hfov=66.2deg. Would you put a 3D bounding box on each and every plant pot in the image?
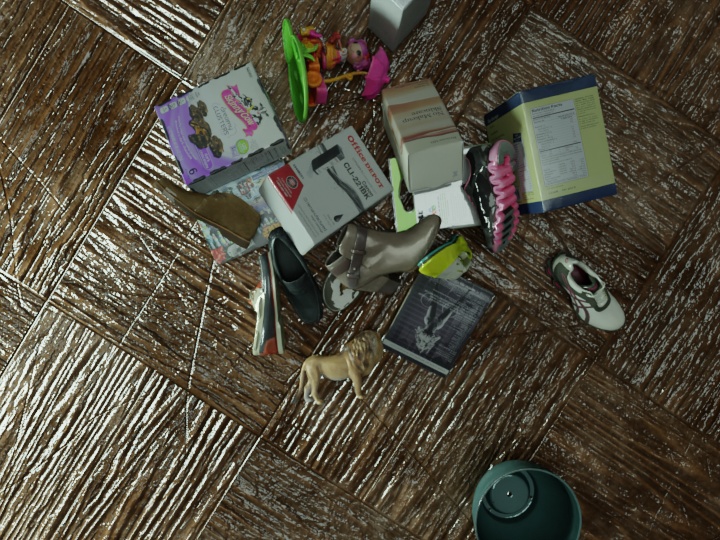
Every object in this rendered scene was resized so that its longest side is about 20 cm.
[{"bbox_3d":[0.304,0.456,1.073,0.197,0.134,0.204,0,93,-3],"label":"plant pot"}]

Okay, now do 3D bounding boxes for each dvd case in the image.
[{"bbox_3d":[0.147,0.097,1.079,0.147,0.016,0.202,26,108,-3],"label":"dvd case"}]

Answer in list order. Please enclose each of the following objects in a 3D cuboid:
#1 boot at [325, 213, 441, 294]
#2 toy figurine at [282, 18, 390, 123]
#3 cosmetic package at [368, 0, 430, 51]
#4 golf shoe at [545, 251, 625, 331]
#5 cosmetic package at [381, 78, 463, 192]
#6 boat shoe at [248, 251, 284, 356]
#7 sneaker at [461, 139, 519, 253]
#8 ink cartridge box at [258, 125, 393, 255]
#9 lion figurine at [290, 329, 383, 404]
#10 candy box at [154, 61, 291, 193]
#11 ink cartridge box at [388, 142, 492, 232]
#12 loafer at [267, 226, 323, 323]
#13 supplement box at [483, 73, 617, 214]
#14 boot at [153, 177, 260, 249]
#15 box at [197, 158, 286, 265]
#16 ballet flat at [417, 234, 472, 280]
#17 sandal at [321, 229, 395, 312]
[{"bbox_3d":[0.035,-0.045,0.993,0.145,0.070,0.201,27,108,-21],"label":"boot"},{"bbox_3d":[-0.038,-0.383,1.030,0.181,0.150,0.202,-10,70,-15],"label":"toy figurine"},{"bbox_3d":[0.073,-0.477,0.970,0.071,0.200,0.102,42,91,-4],"label":"cosmetic package"},{"bbox_3d":[0.447,0.049,1.076,0.200,0.088,0.077,43,90,-5],"label":"golf shoe"},{"bbox_3d":[0.107,-0.245,0.987,0.102,0.088,0.202,-14,50,-3],"label":"cosmetic package"},{"bbox_3d":[-0.185,0.066,1.066,0.062,0.071,0.203,-4,98,1],"label":"boat shoe"},{"bbox_3d":[0.228,-0.132,0.994,0.079,0.095,0.203,-24,116,-43],"label":"sneaker"},{"bbox_3d":[-0.060,-0.147,1.008,0.199,0.084,0.145,-37,94,-26],"label":"ink cartridge box"},{"bbox_3d":[-0.048,0.190,1.077,0.197,0.072,0.124,-10,87,3],"label":"lion figurine"},{"bbox_3d":[-0.251,-0.260,1.021,0.198,0.072,0.169,-25,80,0],"label":"candy box"},{"bbox_3d":[0.157,-0.153,1.059,0.197,0.076,0.150,-7,94,2],"label":"ink cartridge box"},{"bbox_3d":[-0.124,0.016,1.042,0.067,0.071,0.203,-19,108,5],"label":"loafer"},{"bbox_3d":[0.332,-0.214,0.996,0.132,0.200,0.203,-13,95,-4],"label":"supplement box"},{"bbox_3d":[-0.269,-0.119,0.986,0.199,0.074,0.076,31,94,-32],"label":"boot"},{"bbox_3d":[-0.210,-0.112,1.065,0.198,0.040,0.138,-24,95,0],"label":"box"},{"bbox_3d":[0.166,-0.019,1.010,0.067,0.200,0.067,-42,85,27],"label":"ballet flat"},{"bbox_3d":[0.000,0.000,1.070,0.199,0.055,0.082,-39,94,7],"label":"sandal"}]
